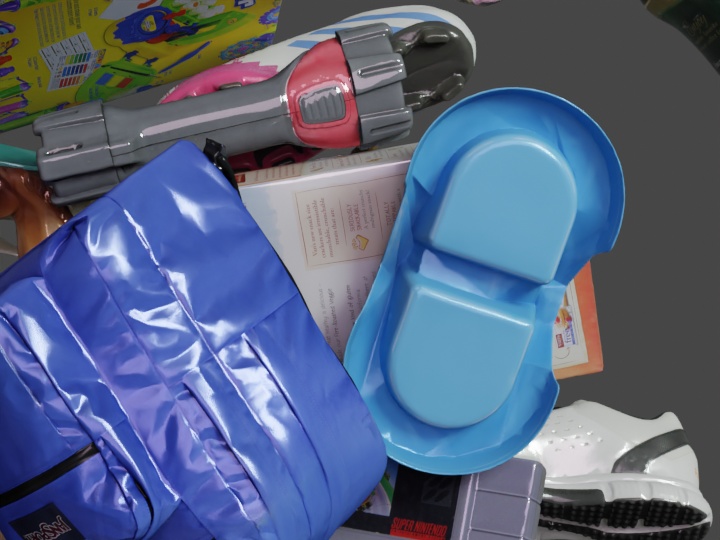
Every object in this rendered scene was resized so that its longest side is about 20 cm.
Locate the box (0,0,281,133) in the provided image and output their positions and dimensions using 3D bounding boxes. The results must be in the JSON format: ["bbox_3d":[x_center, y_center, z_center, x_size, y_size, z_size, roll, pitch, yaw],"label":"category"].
[{"bbox_3d":[-0.148,-0.180,0.828,0.192,0.200,0.123,-18,80,-12],"label":"box"}]

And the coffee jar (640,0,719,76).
[{"bbox_3d":[0.258,-0.157,0.942,0.104,0.085,0.200,-41,86,-14],"label":"coffee jar"}]

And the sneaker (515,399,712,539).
[{"bbox_3d":[0.102,0.115,0.880,0.199,0.074,0.080,7,48,-2],"label":"sneaker"}]

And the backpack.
[{"bbox_3d":[-0.103,0.074,0.729,0.200,0.162,0.168,54,51,-8],"label":"backpack"}]

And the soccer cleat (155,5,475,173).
[{"bbox_3d":[-0.028,-0.108,0.903,0.199,0.086,0.070,-16,114,-1],"label":"soccer cleat"}]

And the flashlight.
[{"bbox_3d":[-0.074,-0.083,0.820,0.199,0.068,0.068,-13,58,-4],"label":"flashlight"}]

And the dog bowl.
[{"bbox_3d":[0.060,0.003,0.773,0.111,0.050,0.201,18,100,-7],"label":"dog bowl"}]

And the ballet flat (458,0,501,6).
[{"bbox_3d":[0.004,-0.213,0.922,0.199,0.071,0.069,24,79,-9],"label":"ballet flat"}]

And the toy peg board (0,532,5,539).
[{"bbox_3d":[-0.243,0.217,0.732,0.198,0.098,0.201,-16,113,-15],"label":"toy peg board"}]

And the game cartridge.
[{"bbox_3d":[-0.006,0.149,0.820,0.199,0.038,0.130,6,80,23],"label":"game cartridge"}]

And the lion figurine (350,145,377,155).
[{"bbox_3d":[0.000,0.000,0.888,0.200,0.072,0.123,-35,95,1],"label":"lion figurine"}]

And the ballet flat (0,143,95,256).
[{"bbox_3d":[-0.173,-0.036,0.875,0.199,0.067,0.063,11,106,-3],"label":"ballet flat"}]

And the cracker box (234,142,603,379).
[{"bbox_3d":[0.024,0.001,0.825,0.199,0.058,0.135,-9,103,-2],"label":"cracker box"}]

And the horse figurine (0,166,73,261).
[{"bbox_3d":[-0.148,0.040,0.843,0.199,0.050,0.133,29,93,-4],"label":"horse figurine"}]
